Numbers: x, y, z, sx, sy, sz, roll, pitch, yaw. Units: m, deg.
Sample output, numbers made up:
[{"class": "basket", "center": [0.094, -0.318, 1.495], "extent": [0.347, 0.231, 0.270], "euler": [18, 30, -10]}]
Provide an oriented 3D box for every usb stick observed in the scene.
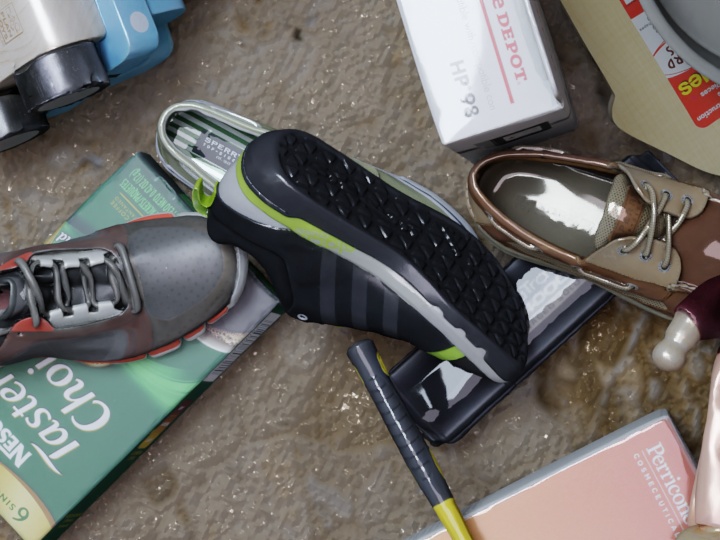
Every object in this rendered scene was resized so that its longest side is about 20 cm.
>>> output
[{"class": "usb stick", "center": [0.099, 0.016, 1.365], "extent": [0.200, 0.033, 0.055], "euler": [-43, 76, 4]}]

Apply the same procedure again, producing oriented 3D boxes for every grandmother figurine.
[{"class": "grandmother figurine", "center": [0.200, 0.045, 1.242], "extent": [0.121, 0.061, 0.200], "euler": [14, 82, -31]}]

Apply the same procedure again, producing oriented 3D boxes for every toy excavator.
[{"class": "toy excavator", "center": [-0.119, -0.155, 1.369], "extent": [0.194, 0.200, 0.100], "euler": [-27, 86, 47]}]

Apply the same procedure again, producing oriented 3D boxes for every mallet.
[{"class": "mallet", "center": [0.044, 0.124, 1.245], "extent": [0.041, 0.066, 0.200], "euler": [-31, 85, 7]}]

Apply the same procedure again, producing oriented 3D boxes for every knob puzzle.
[{"class": "knob puzzle", "center": [0.216, -0.137, 1.334], "extent": [0.219, 0.030, 0.220], "euler": [-2, 106, -9]}]

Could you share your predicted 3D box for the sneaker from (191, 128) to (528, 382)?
[{"class": "sneaker", "center": [0.000, 0.000, 1.323], "extent": [0.200, 0.072, 0.083], "euler": [38, 126, -14]}]

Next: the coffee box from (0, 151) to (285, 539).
[{"class": "coffee box", "center": [-0.151, 0.046, 1.388], "extent": [0.200, 0.044, 0.123], "euler": [-44, 84, 4]}]

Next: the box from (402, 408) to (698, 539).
[{"class": "box", "center": [0.110, 0.185, 1.322], "extent": [0.200, 0.106, 0.152], "euler": [-28, 85, 6]}]

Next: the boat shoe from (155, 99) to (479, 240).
[{"class": "boat shoe", "center": [-0.027, -0.035, 1.366], "extent": [0.200, 0.062, 0.072], "euler": [24, 92, 6]}]

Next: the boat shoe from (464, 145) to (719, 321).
[{"class": "boat shoe", "center": [0.145, -0.019, 1.303], "extent": [0.200, 0.072, 0.076], "euler": [13, 84, 18]}]

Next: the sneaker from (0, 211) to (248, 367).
[{"class": "sneaker", "center": [-0.159, 0.017, 1.326], "extent": [0.200, 0.082, 0.077], "euler": [-15, 85, 7]}]

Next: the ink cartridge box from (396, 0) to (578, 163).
[{"class": "ink cartridge box", "center": [0.062, -0.125, 1.288], "extent": [0.067, 0.200, 0.116], "euler": [-18, 86, 7]}]

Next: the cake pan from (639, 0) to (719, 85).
[{"class": "cake pan", "center": [0.230, -0.187, 1.281], "extent": [0.200, 0.037, 0.200], "euler": [-1, 101, -6]}]
